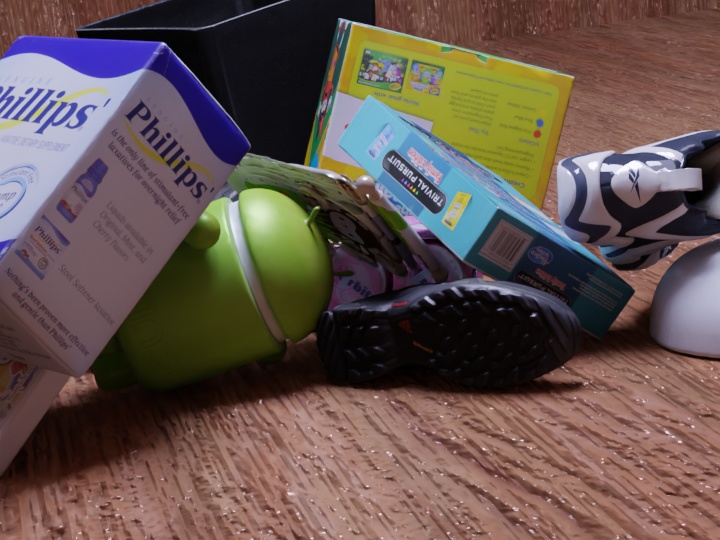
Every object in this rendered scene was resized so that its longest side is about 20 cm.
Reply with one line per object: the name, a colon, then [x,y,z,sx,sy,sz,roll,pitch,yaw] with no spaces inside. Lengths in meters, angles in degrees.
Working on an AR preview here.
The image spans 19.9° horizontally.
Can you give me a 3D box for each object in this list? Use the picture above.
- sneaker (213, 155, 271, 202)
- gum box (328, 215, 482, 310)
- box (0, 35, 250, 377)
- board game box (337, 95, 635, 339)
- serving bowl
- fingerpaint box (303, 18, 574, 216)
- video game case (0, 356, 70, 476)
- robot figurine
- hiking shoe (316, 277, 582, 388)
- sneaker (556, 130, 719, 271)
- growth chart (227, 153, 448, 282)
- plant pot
sneaker: [-0.159,-0.057,1.646,0.199,0.096,0.079,-24,6,17]
gum box: [0.000,0.000,1.639,0.198,0.067,0.113,-4,11,15]
box: [-0.206,-0.048,1.354,0.183,0.105,0.201,10,57,48]
board game box: [0.089,-0.039,1.497,0.151,0.047,0.200,29,10,-37]
serving bowl: [0.300,0.006,1.444,0.198,0.066,0.200,-7,12,2]
fingerpaint box: [0.061,-0.109,1.739,0.198,0.168,0.073,11,8,-13]
video game case: [-0.245,0.043,1.401,0.181,0.023,0.201,6,56,47]
robot figurine: [-0.108,0.014,1.459,0.199,0.176,0.116,-20,51,6]
hiking shoe: [0.070,0.033,1.419,0.199,0.076,0.101,-1,16,32]
sneaker: [0.233,-0.050,1.477,0.129,0.080,0.199,-6,-15,27]
growth chart: [-0.023,-0.039,1.487,0.199,0.145,0.018,14,66,46]
plant pot: [-0.104,-0.154,1.822,0.199,0.179,0.199,-23,19,-37]
